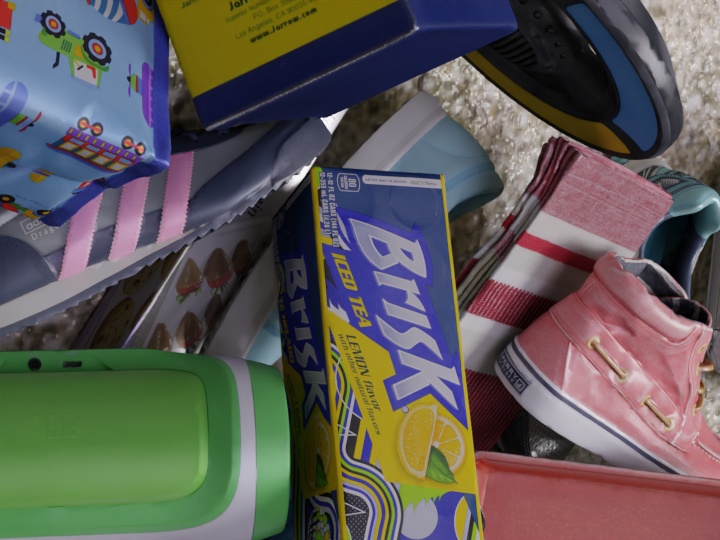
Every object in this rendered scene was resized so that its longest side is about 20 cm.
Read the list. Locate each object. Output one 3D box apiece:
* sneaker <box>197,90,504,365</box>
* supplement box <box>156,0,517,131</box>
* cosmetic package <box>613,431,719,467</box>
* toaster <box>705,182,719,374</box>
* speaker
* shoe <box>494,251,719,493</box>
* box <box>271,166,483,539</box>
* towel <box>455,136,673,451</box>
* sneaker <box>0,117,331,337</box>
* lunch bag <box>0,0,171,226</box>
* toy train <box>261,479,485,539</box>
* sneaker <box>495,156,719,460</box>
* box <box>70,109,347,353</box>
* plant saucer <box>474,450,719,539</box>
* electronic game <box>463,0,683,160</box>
[{"bbox_3d":[0.000,0.000,0.934,0.082,0.074,0.200,40,72,4],"label":"sneaker"},{"bbox_3d":[-0.032,-0.173,0.786,0.109,0.109,0.201,-14,83,-62],"label":"supplement box"},{"bbox_3d":[0.191,0.161,1.125,0.199,0.085,0.108,-13,77,-38],"label":"cosmetic package"},{"bbox_3d":[0.296,0.021,1.163,0.200,0.113,0.130,29,70,-40],"label":"toaster"},{"bbox_3d":[-0.133,0.080,0.809,0.199,0.088,0.089,-1,105,-10],"label":"speaker"},{"bbox_3d":[0.164,0.061,1.007,0.091,0.072,0.200,-47,133,15],"label":"shoe"},{"bbox_3d":[0.007,0.057,0.843,0.070,0.064,0.201,2,68,-21],"label":"box"},{"bbox_3d":[0.079,0.026,0.986,0.200,0.023,0.144,-55,151,10],"label":"towel"},{"bbox_3d":[-0.109,-0.042,0.836,0.199,0.070,0.082,-29,99,-18],"label":"sneaker"},{"bbox_3d":[-0.152,-0.142,0.761,0.150,0.094,0.201,22,61,-35],"label":"lunch bag"},{"bbox_3d":[-0.021,0.155,0.876,0.114,0.087,0.200,51,57,-10],"label":"toy train"},{"bbox_3d":[0.140,0.027,1.068,0.077,0.086,0.201,30,83,-41],"label":"sneaker"},{"bbox_3d":[-0.070,-0.025,0.910,0.039,0.041,0.200,41,76,-38],"label":"box"},{"bbox_3d":[0.136,0.196,1.003,0.199,0.037,0.201,7,103,-5],"label":"plant saucer"},{"bbox_3d":[0.074,-0.126,0.896,0.042,0.200,0.200,-47,127,-9],"label":"electronic game"}]
